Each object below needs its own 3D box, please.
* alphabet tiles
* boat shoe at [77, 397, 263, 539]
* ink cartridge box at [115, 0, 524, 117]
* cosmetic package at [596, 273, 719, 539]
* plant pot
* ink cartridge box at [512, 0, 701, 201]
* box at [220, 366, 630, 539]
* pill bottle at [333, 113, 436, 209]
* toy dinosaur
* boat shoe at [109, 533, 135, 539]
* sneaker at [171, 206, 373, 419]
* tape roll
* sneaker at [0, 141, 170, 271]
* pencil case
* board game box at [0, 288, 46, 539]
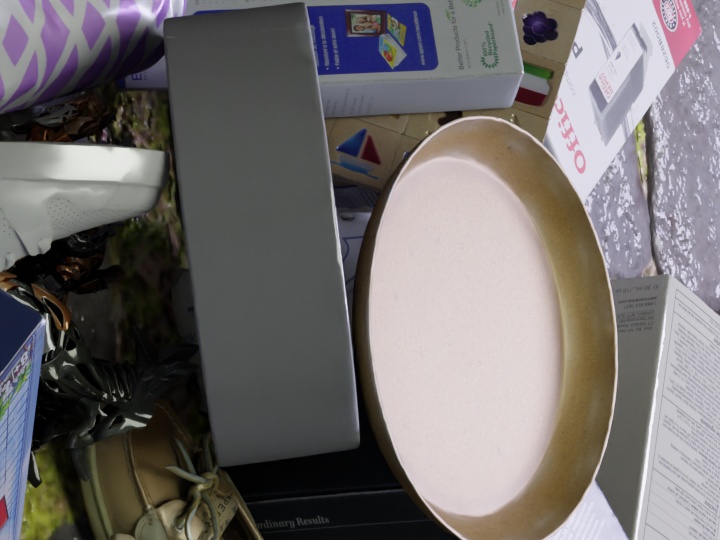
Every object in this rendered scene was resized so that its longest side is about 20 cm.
[{"bbox_3d":[0.003,-0.117,1.433,0.008,0.199,0.168,105,3,-62],"label":"alphabet tiles"},{"bbox_3d":[-0.070,0.133,1.365,0.073,0.063,0.200,-55,130,-41],"label":"boat shoe"},{"bbox_3d":[-0.026,-0.124,1.407,0.039,0.199,0.100,109,-23,-62],"label":"ink cartridge box"},{"bbox_3d":[0.162,0.114,1.686,0.103,0.073,0.201,38,55,-45],"label":"cosmetic package"},{"bbox_3d":[0.054,0.030,1.334,0.200,0.027,0.201,12,75,-52],"label":"plant pot"},{"bbox_3d":[0.102,-0.139,1.638,0.200,0.083,0.147,-53,127,-45],"label":"ink cartridge box"},{"bbox_3d":[0.041,0.147,1.447,0.200,0.148,0.107,60,41,-29],"label":"box"},{"bbox_3d":[0.049,-0.033,1.521,0.200,0.112,0.112,55,44,-34],"label":"pill bottle"},{"bbox_3d":[-0.157,0.020,1.265,0.200,0.102,0.136,-48,112,-5],"label":"toy dinosaur"},{"bbox_3d":[-0.153,0.169,1.248,0.200,0.075,0.069,-18,85,-55],"label":"boat shoe"},{"bbox_3d":[0.000,0.000,1.417,0.200,0.074,0.087,-26,97,-14],"label":"sneaker"},{"bbox_3d":[-0.044,-0.016,1.289,0.200,0.066,0.201,174,-90,-88],"label":"tape roll"},{"bbox_3d":[-0.173,0.004,1.192,0.199,0.074,0.116,-4,91,-17],"label":"sneaker"},{"bbox_3d":[-0.158,-0.113,1.268,0.200,0.084,0.086,-24,148,-56],"label":"pencil case"},{"bbox_3d":[-0.195,0.121,1.117,0.200,0.062,0.200,-55,166,-23],"label":"board game box"}]
